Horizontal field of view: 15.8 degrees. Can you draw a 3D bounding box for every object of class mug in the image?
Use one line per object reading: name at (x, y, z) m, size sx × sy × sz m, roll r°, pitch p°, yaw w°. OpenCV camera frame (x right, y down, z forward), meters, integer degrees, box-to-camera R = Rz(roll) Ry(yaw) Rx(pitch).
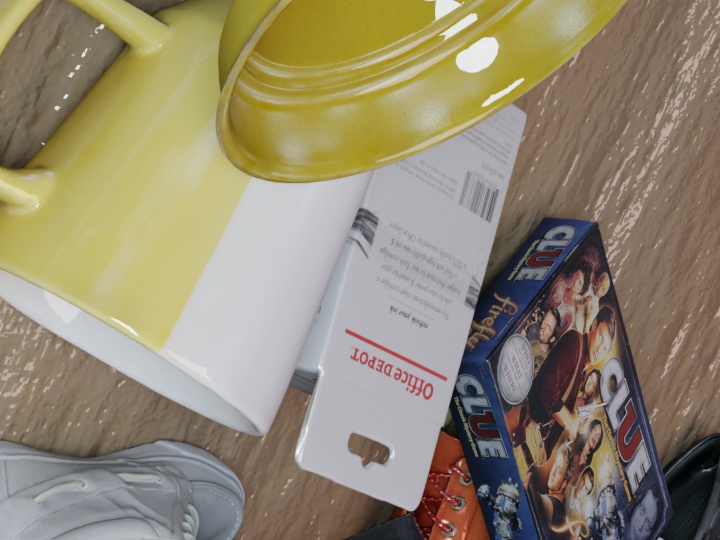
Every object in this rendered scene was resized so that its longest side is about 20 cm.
mug at (-0.072, -0.038, 1.076) m, size 0.153 × 0.149 × 0.187 m, roll -59°, pitch 157°, yaw -10°

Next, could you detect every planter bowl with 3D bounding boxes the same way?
planter bowl at (0.016, -0.126, 0.994) m, size 0.200 × 0.084 × 0.200 m, roll -26°, pitch 157°, yaw -12°

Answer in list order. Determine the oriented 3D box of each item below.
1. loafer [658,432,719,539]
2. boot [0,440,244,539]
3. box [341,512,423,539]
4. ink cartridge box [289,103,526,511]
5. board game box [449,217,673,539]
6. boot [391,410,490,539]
loafer at (0.172, 0.182, 1.605) m, size 0.201 × 0.068 × 0.070 m, roll -47°, pitch 136°, yaw -22°
boot at (-0.103, 0.129, 1.206) m, size 0.200 × 0.096 × 0.074 m, roll 6°, pitch 112°, yaw -52°
box at (-0.090, 0.188, 1.216) m, size 0.193 × 0.048 × 0.200 m, roll -20°, pitch 171°, yaw -41°
ink cartridge box at (0.000, 0.000, 1.202) m, size 0.116 × 0.067 × 0.200 m, roll 29°, pitch 75°, yaw -55°
board game box at (0.108, 0.091, 1.394) m, size 0.136 × 0.035 × 0.200 m, roll -50°, pitch 132°, yaw -44°
boot at (0.039, 0.139, 1.411) m, size 0.200 × 0.075 × 0.107 m, roll -50°, pitch 142°, yaw -24°
